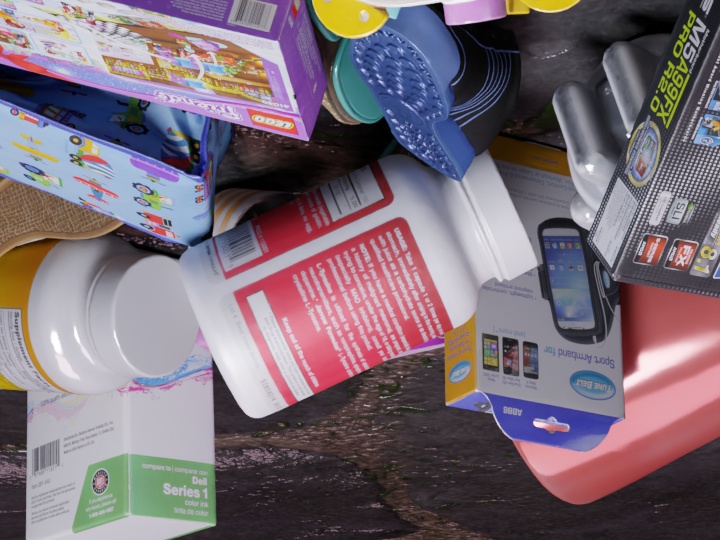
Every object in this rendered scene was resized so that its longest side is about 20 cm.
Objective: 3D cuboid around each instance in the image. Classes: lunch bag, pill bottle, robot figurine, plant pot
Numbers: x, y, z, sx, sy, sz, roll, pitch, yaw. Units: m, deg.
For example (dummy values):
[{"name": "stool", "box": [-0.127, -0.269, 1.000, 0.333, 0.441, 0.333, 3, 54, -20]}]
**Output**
[{"name": "lunch bag", "box": [-0.179, -0.089, 1.434, 0.198, 0.095, 0.151, 10, 164, 0]}, {"name": "pill bottle", "box": [-0.208, 0.028, 1.662, 0.199, 0.112, 0.111, 1, 166, 41]}, {"name": "robot figurine", "box": [0.200, -0.068, 1.419, 0.199, 0.114, 0.169, 18, 138, -42]}, {"name": "pill bottle", "box": [0.000, 0.000, 1.457, 0.199, 0.113, 0.112, -24, 159, 1]}, {"name": "plant pot", "box": [0.200, 0.043, 1.656, 0.176, 0.202, 0.200, -20, 154, 26]}]

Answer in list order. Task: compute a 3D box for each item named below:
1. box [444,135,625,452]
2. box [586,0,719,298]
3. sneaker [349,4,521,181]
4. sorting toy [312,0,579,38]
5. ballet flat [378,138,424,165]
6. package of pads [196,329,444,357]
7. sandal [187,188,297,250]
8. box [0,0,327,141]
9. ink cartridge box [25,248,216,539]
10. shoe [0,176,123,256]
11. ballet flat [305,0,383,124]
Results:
[{"name": "box", "box": [0.110, 0.018, 1.540, 0.118, 0.202, 0.041, 12, 158, -30]}, {"name": "box", "box": [0.232, -0.078, 1.313, 0.159, 0.044, 0.201, 10, 117, -23]}, {"name": "sneaker", "box": [0.047, -0.119, 1.333, 0.070, 0.078, 0.200, 32, 171, 15]}, {"name": "sorting toy", "box": [0.065, -0.169, 1.198, 0.198, 0.108, 0.180, -6, 180, 18]}, {"name": "ballet flat", "box": [0.012, -0.015, 1.586, 0.065, 0.071, 0.200, 41, 146, 4]}, {"name": "package of pads", "box": [-0.015, 0.023, 1.749, 0.199, 0.076, 0.120, -13, 159, 29]}, {"name": "sandal", "box": [-0.093, -0.017, 1.643, 0.059, 0.079, 0.206, 37, 162, -16]}, {"name": "box", "box": [-0.122, -0.130, 1.249, 0.198, 0.039, 0.137, 15, 164, 9]}, {"name": "ink cartridge box", "box": [-0.180, 0.100, 1.796, 0.084, 0.202, 0.144, 11, 159, -37]}, {"name": "shoe", "box": [-0.211, -0.052, 1.593, 0.199, 0.054, 0.070, -18, 122, 34]}, {"name": "ballet flat", "box": [-0.027, -0.141, 1.319, 0.065, 0.071, 0.200, 23, 165, 19]}]
